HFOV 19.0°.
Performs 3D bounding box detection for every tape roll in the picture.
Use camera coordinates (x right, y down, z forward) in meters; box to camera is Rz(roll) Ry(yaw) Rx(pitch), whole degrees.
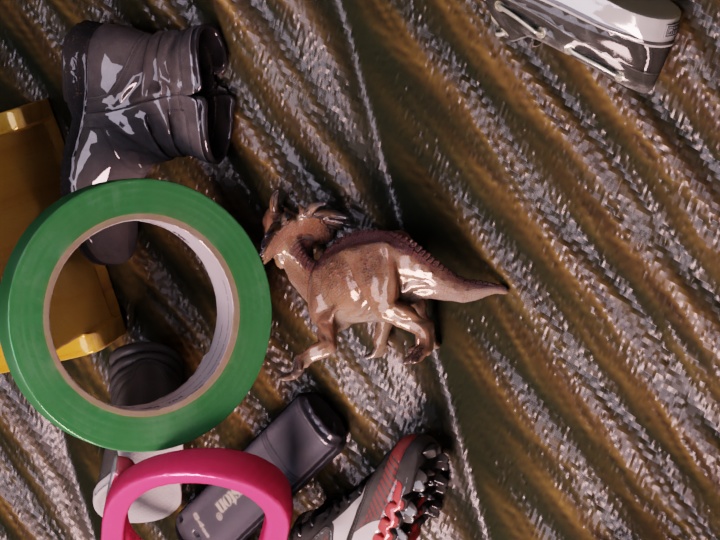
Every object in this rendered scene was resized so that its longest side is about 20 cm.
[{"bbox_3d":[-0.166,0.033,1.592,0.048,0.199,0.202,3,111,69],"label":"tape roll"}]

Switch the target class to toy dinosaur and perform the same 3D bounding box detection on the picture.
[{"bbox_3d":[0.000,0.000,1.551,0.199,0.086,0.137,-8,94,31],"label":"toy dinosaur"}]

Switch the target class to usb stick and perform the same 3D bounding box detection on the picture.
[{"bbox_3d":[-0.080,0.166,1.691,0.056,0.033,0.200,50,127,7],"label":"usb stick"}]

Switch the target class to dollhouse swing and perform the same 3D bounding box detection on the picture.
[{"bbox_3d":[-0.303,-0.011,1.697,0.181,0.175,0.201,-12,100,37],"label":"dollhouse swing"}]

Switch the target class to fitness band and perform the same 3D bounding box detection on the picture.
[{"bbox_3d":[-0.125,0.193,1.643,0.142,0.038,0.201,10,145,-4],"label":"fitness band"}]

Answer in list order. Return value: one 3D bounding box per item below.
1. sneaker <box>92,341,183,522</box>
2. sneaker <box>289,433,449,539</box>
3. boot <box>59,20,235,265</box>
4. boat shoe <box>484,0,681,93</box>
[{"bbox_3d":[-0.174,0.129,1.731,0.200,0.070,0.100,111,161,-57],"label":"sneaker"},{"bbox_3d":[-0.001,0.193,1.621,0.098,0.071,0.201,34,124,18],"label":"sneaker"},{"bbox_3d":[-0.160,-0.091,1.640,0.131,0.070,0.202,9,115,27],"label":"boot"},{"bbox_3d":[0.112,-0.178,1.415,0.199,0.071,0.064,29,119,22],"label":"boat shoe"}]
